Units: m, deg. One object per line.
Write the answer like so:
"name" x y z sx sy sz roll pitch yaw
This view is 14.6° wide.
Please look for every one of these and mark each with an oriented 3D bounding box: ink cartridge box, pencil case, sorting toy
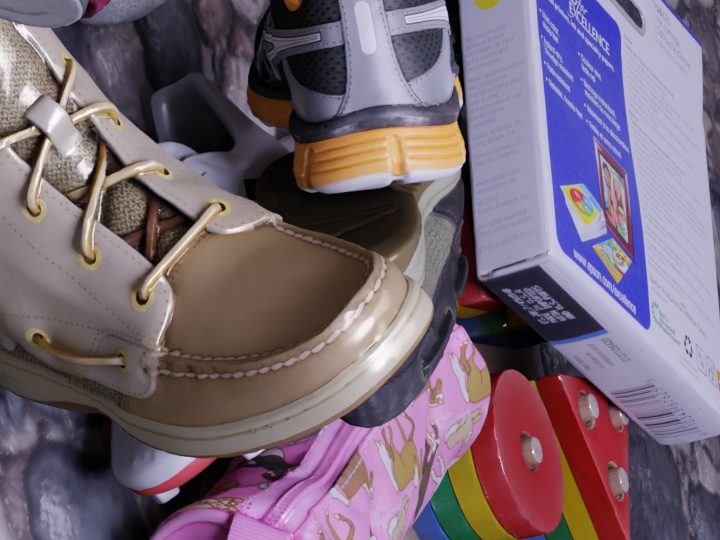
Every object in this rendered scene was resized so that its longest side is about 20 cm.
"ink cartridge box" 0.102 -0.051 1.228 0.198 0.047 0.201 39 41 -51
"pencil case" -0.014 0.080 1.011 0.087 0.082 0.200 70 25 -18
"sorting toy" 0.055 0.042 1.206 0.200 0.069 0.200 12 65 -64

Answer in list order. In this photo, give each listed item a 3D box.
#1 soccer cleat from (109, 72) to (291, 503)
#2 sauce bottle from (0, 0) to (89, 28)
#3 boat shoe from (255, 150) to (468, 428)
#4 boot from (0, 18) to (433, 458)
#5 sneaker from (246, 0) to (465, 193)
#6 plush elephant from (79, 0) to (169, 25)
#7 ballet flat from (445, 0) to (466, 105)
"soccer cleat" -0.062 0.003 0.984 0.085 0.068 0.200 53 27 -22
"sauce bottle" -0.069 -0.164 0.793 0.065 0.064 0.201 40 60 -52
"boat shoe" 0.001 0.000 0.963 0.201 0.071 0.066 -76 159 -75
"boot" -0.081 -0.030 0.813 0.073 0.200 0.156 -45 121 -26
"sneaker" -0.001 -0.086 0.998 0.200 0.078 0.078 -123 -157 -73
"plush elephant" -0.076 -0.148 0.925 0.201 0.154 0.165 65 25 -22
"ballet flat" 0.028 -0.107 1.253 0.069 0.068 0.200 65 16 5
